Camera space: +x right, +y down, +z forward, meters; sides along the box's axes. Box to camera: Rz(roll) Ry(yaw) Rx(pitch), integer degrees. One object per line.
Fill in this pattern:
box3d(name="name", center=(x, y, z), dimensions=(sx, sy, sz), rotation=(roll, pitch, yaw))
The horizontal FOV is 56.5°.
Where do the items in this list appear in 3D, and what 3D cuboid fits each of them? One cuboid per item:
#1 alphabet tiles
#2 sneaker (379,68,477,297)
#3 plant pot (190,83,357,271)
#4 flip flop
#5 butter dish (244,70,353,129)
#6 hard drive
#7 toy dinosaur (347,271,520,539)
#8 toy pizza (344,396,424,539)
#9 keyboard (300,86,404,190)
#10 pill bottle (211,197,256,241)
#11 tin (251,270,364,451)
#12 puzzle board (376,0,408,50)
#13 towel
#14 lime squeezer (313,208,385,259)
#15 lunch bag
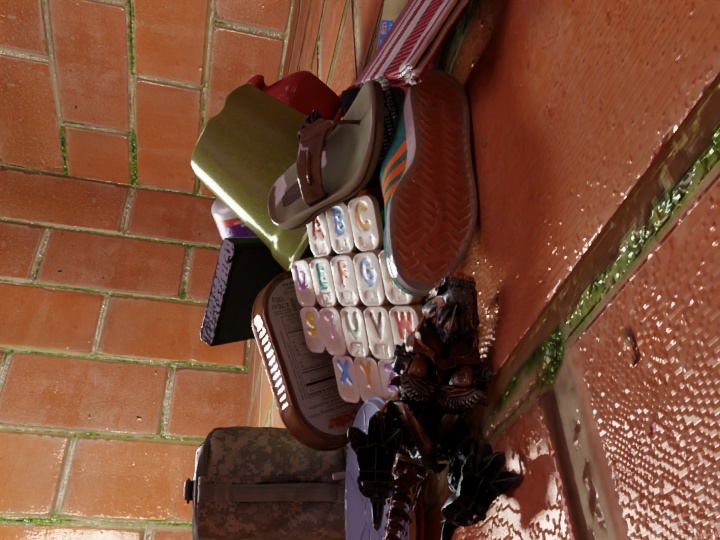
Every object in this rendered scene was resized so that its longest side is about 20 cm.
box3d(name="alphabet tiles", center=(-0.006, 0.034, 0.641), dimensions=(0.198, 0.014, 0.201), rotation=(-5, 97, 55))
box3d(name="sneaker", center=(0.051, -0.062, 0.548), dimensions=(0.080, 0.070, 0.204), rotation=(118, 164, -60))
box3d(name="plant pot", center=(-0.101, -0.123, 0.830), dimensions=(0.202, 0.183, 0.200), rotation=(-54, -2, -2))
box3d(name="flip flop", center=(-0.042, -0.101, 0.621), dimensions=(0.199, 0.057, 0.083), rotation=(-30, 55, 47))
box3d(name="butter dish", center=(-0.129, -0.247, 1.075), dimensions=(0.198, 0.148, 0.202), rotation=(-33, 23, 32))
box3d(name="hard drive", center=(-0.124, 0.024, 0.927), dimensions=(0.032, 0.198, 0.143), rotation=(26, 108, 31))
box3d(name="toy dinosaur", center=(0.050, 0.109, 0.463), dimensions=(0.136, 0.099, 0.205), rotation=(-73, -24, -73))
box3d(name="toy pizza", center=(0.021, 0.218, 0.602), dimensions=(0.200, 0.031, 0.206), rotation=(-177, 90, -76))
box3d(name="keyboard", center=(-0.004, -0.146, 0.714), dimensions=(0.202, 0.124, 0.021), rotation=(-99, -5, -51))
box3d(name="pill bottle", center=(-0.145, -0.028, 1.024), dimensions=(0.113, 0.110, 0.204), rotation=(-116, 7, -68))
box3d(name="tin", center=(-0.052, 0.095, 0.741), dimensions=(0.042, 0.110, 0.204), rotation=(-44, 63, 55))
box3d(name="puzzle board", center=(0.054, -0.321, 0.783), dimensions=(0.201, 0.017, 0.155), rotation=(-114, 32, -68))
box3d(name="towel", center=(0.059, -0.221, 0.580), dimensions=(0.146, 0.022, 0.200), rotation=(-57, 16, 4))
box3d(name="lime squeezer", center=(-0.008, -0.031, 0.698), dimensions=(0.199, 0.070, 0.038), rotation=(-29, 94, 50))
box3d(name="lunch bag", center=(-0.098, 0.254, 0.770), dimensions=(0.168, 0.194, 0.143), rotation=(125, 147, -72))
